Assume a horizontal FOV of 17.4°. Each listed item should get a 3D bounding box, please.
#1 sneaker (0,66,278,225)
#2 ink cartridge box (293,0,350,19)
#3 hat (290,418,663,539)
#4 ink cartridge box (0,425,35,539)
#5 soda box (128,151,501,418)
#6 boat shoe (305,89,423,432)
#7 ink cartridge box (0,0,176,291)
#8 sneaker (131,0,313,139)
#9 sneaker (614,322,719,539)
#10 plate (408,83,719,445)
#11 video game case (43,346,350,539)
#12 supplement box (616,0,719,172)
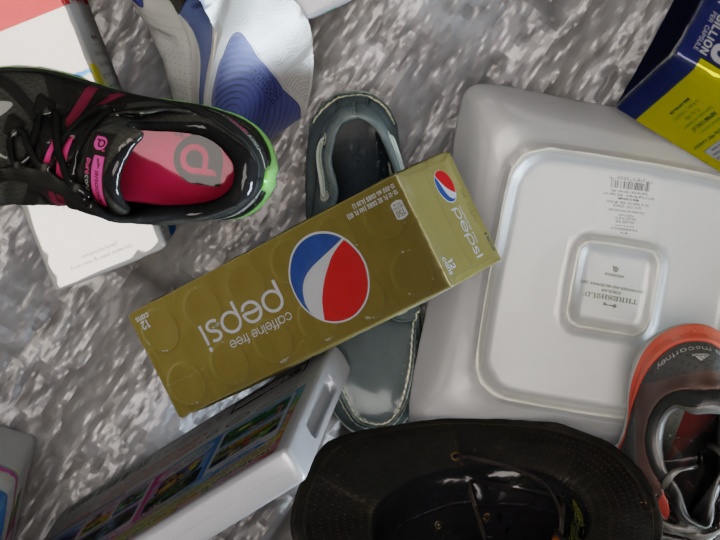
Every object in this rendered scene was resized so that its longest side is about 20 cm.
[{"bbox_3d":[-0.140,-0.063,1.191,0.198,0.084,0.077,2,95,-4],"label":"sneaker"},{"bbox_3d":[0.020,-0.254,1.307,0.199,0.050,0.162,-26,96,5],"label":"ink cartridge box"},{"bbox_3d":[0.061,0.157,1.260,0.199,0.201,0.081,3,123,-1],"label":"hat"},{"bbox_3d":[-0.238,0.167,1.276,0.084,0.200,0.146,13,97,-5],"label":"ink cartridge box"},{"bbox_3d":[-0.027,0.010,1.281,0.199,0.064,0.068,-27,90,33],"label":"soda box"},{"bbox_3d":[0.000,0.000,1.326,0.072,0.062,0.202,-3,97,-3],"label":"boat shoe"},{"bbox_3d":[-0.169,-0.098,1.288,0.067,0.116,0.201,-21,96,1],"label":"ink cartridge box"},{"bbox_3d":[-0.100,-0.164,1.301,0.080,0.115,0.200,-34,128,-21],"label":"sneaker"},{"bbox_3d":[0.170,0.130,1.307,0.076,0.082,0.201,-1,122,-5],"label":"sneaker"},{"bbox_3d":[0.140,0.008,1.331,0.198,0.032,0.202,9,96,-9],"label":"plate"},{"bbox_3d":[-0.101,0.123,1.263,0.199,0.182,0.024,-32,99,14],"label":"video game case"},{"bbox_3d":[0.260,-0.096,1.281,0.199,0.110,0.109,30,75,-4],"label":"supplement box"}]
